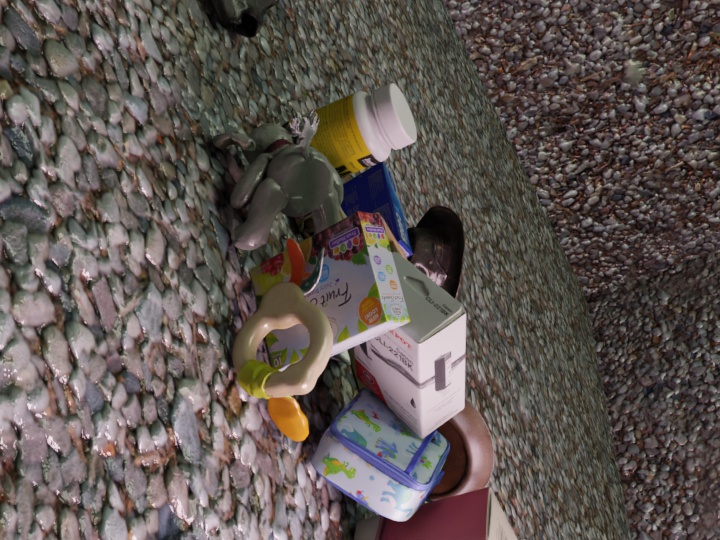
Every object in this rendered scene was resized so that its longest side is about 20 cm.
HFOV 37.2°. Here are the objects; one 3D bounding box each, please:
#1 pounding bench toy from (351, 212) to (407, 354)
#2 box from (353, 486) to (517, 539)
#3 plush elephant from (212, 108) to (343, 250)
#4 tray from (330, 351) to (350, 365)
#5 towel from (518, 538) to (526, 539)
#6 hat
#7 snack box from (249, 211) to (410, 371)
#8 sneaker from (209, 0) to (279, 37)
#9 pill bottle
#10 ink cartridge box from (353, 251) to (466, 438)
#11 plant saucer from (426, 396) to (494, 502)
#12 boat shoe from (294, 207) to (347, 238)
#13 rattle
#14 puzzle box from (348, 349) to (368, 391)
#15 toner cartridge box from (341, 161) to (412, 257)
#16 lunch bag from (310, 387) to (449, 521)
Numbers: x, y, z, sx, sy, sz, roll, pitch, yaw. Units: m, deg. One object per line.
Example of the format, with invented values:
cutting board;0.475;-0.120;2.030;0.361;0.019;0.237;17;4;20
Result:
pounding bench toy;0.000;0.000;1.509;0.200;0.123;0.157;56;8;-51
box;0.100;0.383;1.390;0.129;0.198;0.109;61;22;-24
plush elephant;-0.111;-0.131;1.427;0.155;0.163;0.202;36;-56;55
tray;-0.059;0.075;1.494;0.200;0.022;0.108;38;36;-73
towel;0.186;0.499;1.572;0.024;0.201;0.147;31;27;-3
hat;0.095;-0.009;1.751;0.080;0.201;0.202;4;61;-28
snack box;-0.043;0.031;1.336;0.053;0.199;0.143;1;68;-50
sneaker;-0.172;-0.397;1.624;0.200;0.066;0.091;-28;100;-68
pill bottle;-0.022;-0.205;1.636;0.115;0.199;0.115;53;25;-39
ink cartridge box;0.062;0.098;1.396;0.144;0.083;0.201;40;-30;34
plant saucer;0.095;0.252;1.535;0.032;0.199;0.202;-30;100;-53
boat shoe;-0.067;-0.090;1.598;0.201;0.075;0.072;55;26;-34
rattle;-0.070;0.082;1.307;0.143;0.129;0.201;42;40;-39
puzzle box;0.008;0.105;1.684;0.133;0.025;0.202;6;65;-69
toner cartridge box;0.022;-0.084;1.769;0.043;0.094;0.201;47;23;-40
lunch bag;0.034;0.243;1.423;0.160;0.083;0.200;33;17;9
